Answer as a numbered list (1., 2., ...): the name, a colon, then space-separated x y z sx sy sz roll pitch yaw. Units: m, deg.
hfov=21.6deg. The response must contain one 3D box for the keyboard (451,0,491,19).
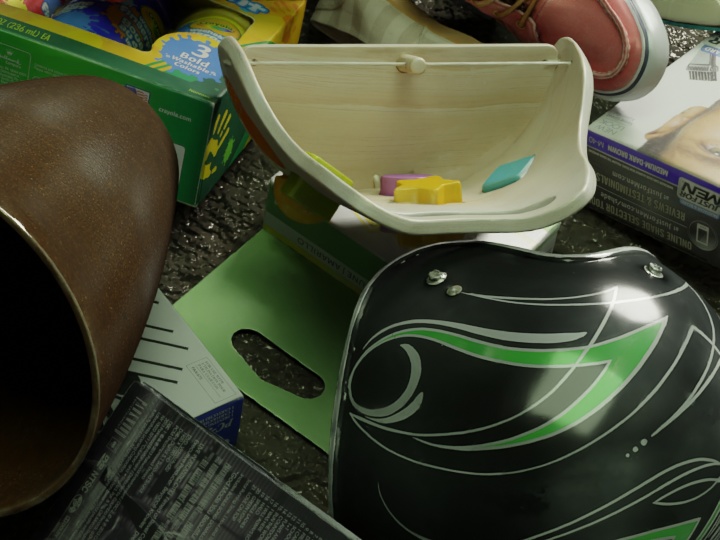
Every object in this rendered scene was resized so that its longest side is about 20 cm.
1. keyboard: 0.009 -0.207 1.221 0.199 0.011 0.056 24 2 -15

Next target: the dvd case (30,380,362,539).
1. dvd case: -0.068 0.166 0.872 0.199 0.016 0.149 33 90 20

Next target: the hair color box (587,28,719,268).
1. hair color box: 0.239 -0.090 1.171 0.109 0.065 0.200 27 49 33

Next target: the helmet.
1. helmet: 0.093 0.084 0.917 0.189 0.201 0.201 5 46 15

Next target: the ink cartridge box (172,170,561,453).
1. ink cartridge box: 0.000 0.000 1.072 0.145 0.048 0.200 34 49 19

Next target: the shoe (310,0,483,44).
1. shoe: 0.044 -0.125 1.188 0.053 0.070 0.200 -44 60 -6

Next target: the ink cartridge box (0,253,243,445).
1. ink cartridge box: -0.156 0.030 1.017 0.094 0.044 0.200 -22 55 -29

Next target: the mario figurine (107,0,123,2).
1. mario figurine: -0.091 -0.218 1.097 0.199 0.124 0.106 -2 46 -37

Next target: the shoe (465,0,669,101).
1. shoe: 0.097 -0.170 1.156 0.091 0.072 0.200 5 32 -40

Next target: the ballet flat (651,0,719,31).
1. ballet flat: 0.173 -0.207 1.237 0.199 0.070 0.069 19 44 35

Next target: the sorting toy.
1. sorting toy: 0.035 -0.055 0.975 0.198 0.108 0.180 -1 17 -12

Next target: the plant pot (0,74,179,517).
1. plant pot: -0.170 -0.015 0.918 0.186 0.188 0.200 21 34 8

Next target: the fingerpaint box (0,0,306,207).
1. fingerpaint box: -0.153 -0.135 1.120 0.199 0.074 0.167 20 32 8
